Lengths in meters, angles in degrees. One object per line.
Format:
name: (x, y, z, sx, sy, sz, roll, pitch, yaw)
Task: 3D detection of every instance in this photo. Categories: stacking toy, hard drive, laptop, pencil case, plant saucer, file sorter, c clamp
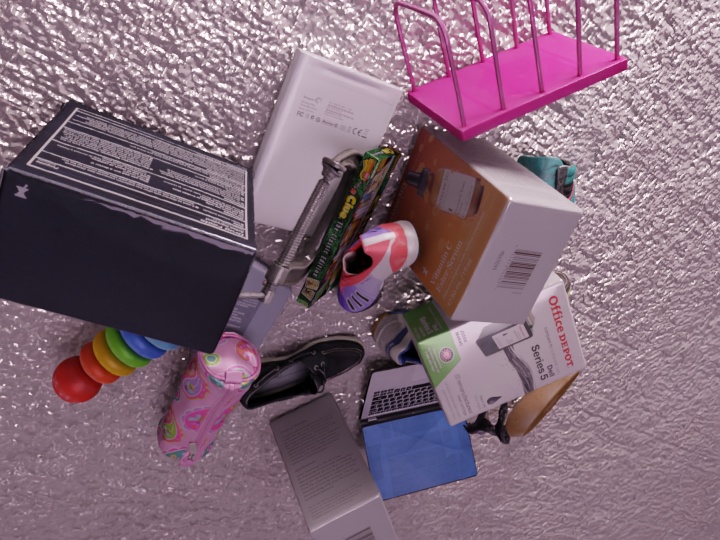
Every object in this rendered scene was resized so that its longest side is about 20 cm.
stacking toy: (-0.266, 0.082, 0.712, 0.200, 0.085, 0.085, -34, 129, 7)
hard drive: (-0.049, -0.137, 0.732, 0.132, 0.027, 0.200, 11, 116, -30)
laptop: (0.106, 0.245, 0.998, 0.187, 0.116, 0.200, -8, 136, -20)
pencil case: (-0.198, 0.168, 0.810, 0.087, 0.087, 0.200, 12, 129, -30)
plant saucer: (0.309, 0.214, 1.063, 0.200, 0.035, 0.200, -38, 155, -22)
file sorter: (0.154, -0.253, 0.674, 0.200, 0.139, 0.125, -25, 127, -7)
c clamp: (-0.053, -0.048, 0.681, 0.200, 0.027, 0.171, -61, 167, 1)

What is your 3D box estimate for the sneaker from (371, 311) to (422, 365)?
sneaker: (0.117, 0.111, 0.935, 0.200, 0.088, 0.075, 0, 120, -25)

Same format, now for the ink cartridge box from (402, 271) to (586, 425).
ink cartridge box: (0.177, 0.092, 0.834, 0.200, 0.084, 0.146, -24, 115, 0)

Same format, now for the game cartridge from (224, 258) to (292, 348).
game cartridge: (-0.192, 0.028, 0.775, 0.200, 0.040, 0.133, 21, 115, -33)

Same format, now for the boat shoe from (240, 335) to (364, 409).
boat shoe: (-0.080, 0.147, 0.884, 0.199, 0.066, 0.075, -8, 124, -19)

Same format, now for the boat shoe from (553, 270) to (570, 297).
boat shoe: (0.227, 0.031, 0.939, 0.200, 0.073, 0.065, -15, 132, -15)

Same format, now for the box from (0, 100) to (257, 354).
box: (-0.211, -0.045, 0.591, 0.200, 0.198, 0.123, 19, 113, -19)

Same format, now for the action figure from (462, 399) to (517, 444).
action figure: (0.214, 0.153, 0.957, 0.119, 0.102, 0.200, 14, 98, -34)

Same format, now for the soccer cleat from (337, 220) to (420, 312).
soccer cleat: (0.000, 0.000, 0.778, 0.073, 0.068, 0.200, -8, 160, -27)

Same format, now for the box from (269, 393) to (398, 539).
box: (-0.039, 0.314, 0.929, 0.106, 0.200, 0.152, -24, 128, -9)

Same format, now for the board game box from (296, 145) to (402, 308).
board game box: (-0.013, -0.054, 0.764, 0.023, 0.105, 0.200, 29, 112, 6)

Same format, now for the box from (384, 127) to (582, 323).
box: (0.131, -0.056, 0.746, 0.106, 0.200, 0.152, 5, 120, -28)

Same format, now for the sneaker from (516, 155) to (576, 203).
sneaker: (0.227, -0.087, 0.820, 0.200, 0.084, 0.121, -48, 134, -39)
